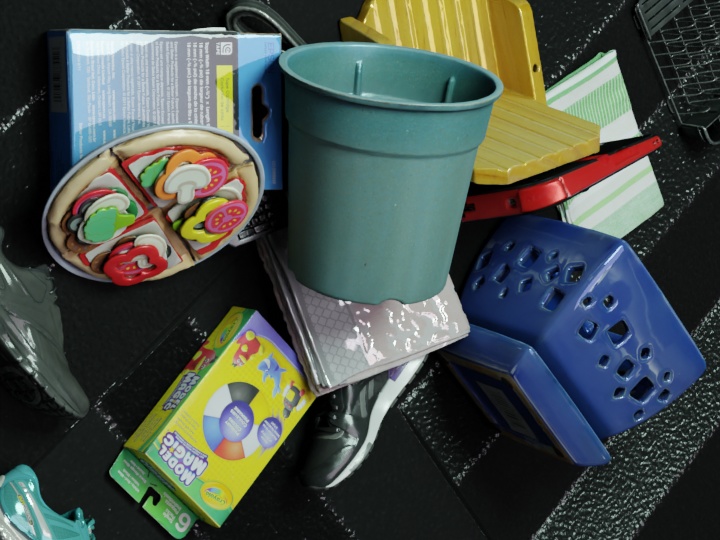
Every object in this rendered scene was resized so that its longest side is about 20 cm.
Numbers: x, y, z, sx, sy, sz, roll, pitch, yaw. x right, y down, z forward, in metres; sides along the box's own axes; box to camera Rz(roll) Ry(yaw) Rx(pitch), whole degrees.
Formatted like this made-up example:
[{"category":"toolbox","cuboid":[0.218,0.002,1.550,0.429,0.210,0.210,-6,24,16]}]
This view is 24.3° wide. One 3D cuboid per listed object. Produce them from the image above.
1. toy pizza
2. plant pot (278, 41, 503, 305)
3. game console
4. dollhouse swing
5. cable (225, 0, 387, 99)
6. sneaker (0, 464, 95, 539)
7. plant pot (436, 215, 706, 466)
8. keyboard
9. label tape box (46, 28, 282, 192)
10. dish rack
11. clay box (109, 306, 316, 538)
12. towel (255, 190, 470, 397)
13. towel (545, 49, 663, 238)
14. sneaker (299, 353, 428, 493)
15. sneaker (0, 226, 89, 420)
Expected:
[{"category":"toy pizza","cuboid":[-0.175,-0.049,1.446,0.200,0.032,0.200,-16,146,-12]},{"category":"plant pot","cuboid":[0.017,-0.085,1.505,0.200,0.200,0.197,-10,116,-36]},{"category":"game console","cuboid":[0.180,-0.090,1.688,0.177,0.200,0.031,-23,100,-33]},{"category":"dollhouse swing","cuboid":[0.119,-0.192,1.646,0.200,0.176,0.182,-20,106,-34]},{"category":"cable","cuboid":[-0.043,-0.180,1.576,0.200,0.097,0.050,45,42,-34]},{"category":"sneaker","cuboid":[-0.255,0.252,1.470,0.200,0.077,0.080,52,56,-29]},{"category":"plant pot","cuboid":[0.203,0.078,1.730,0.180,0.200,0.200,-47,120,-16]},{"category":"keyboard","cuboid":[-0.108,-0.130,1.538,0.104,0.040,0.200,-24,100,-25]},{"category":"label tape box","cuboid":[-0.172,-0.139,1.481,0.200,0.063,0.145,-3,97,-28]},{"category":"dish rack","cuboid":[0.397,-0.263,1.928,0.153,0.054,0.200,-41,117,-28]},{"category":"clay box","cuboid":[-0.133,0.146,1.566,0.115,0.048,0.200,49,65,-30]},{"category":"towel","cuboid":[0.000,0.000,1.628,0.191,0.032,0.200,-21,90,-33]},{"category":"towel","cuboid":[0.262,-0.126,1.858,0.152,0.023,0.200,-36,114,-30]},{"category":"sneaker","cuboid":[-0.019,0.121,1.646,0.088,0.076,0.200,44,61,-22]},{"category":"sneaker","cuboid":[-0.284,0.045,1.428,0.091,0.076,0.200,-51,124,-30]}]
